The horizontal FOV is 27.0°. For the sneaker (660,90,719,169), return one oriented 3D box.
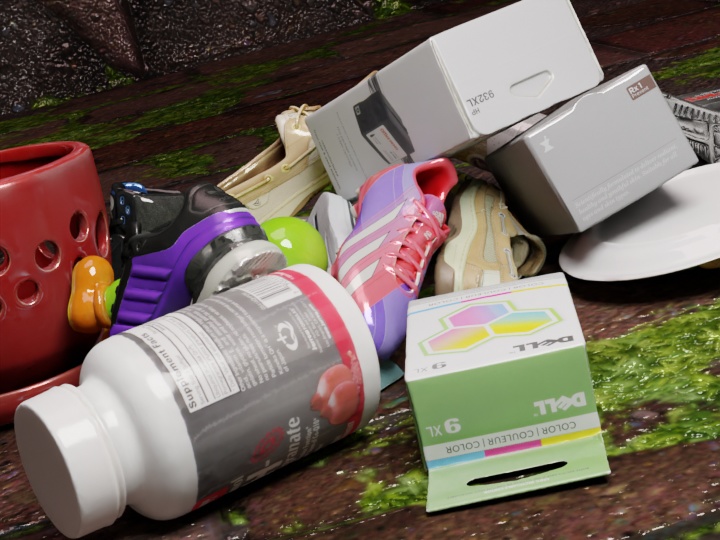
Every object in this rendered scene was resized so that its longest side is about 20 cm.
[{"bbox_3d":[0.275,-0.105,1.240,0.199,0.060,0.104,28,1,18],"label":"sneaker"}]

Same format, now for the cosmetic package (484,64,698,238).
[{"bbox_3d":[0.169,-0.085,1.138,0.106,0.091,0.200,-31,4,-1],"label":"cosmetic package"}]

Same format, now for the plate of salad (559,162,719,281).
[{"bbox_3d":[0.242,-0.030,1.094,0.199,0.048,0.200,-21,16,6],"label":"plate of salad"}]

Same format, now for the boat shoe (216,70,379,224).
[{"bbox_3d":[-0.051,-0.108,1.311,0.200,0.069,0.074,-44,21,4],"label":"boat shoe"}]

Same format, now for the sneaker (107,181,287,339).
[{"bbox_3d":[-0.131,0.022,0.992,0.069,0.100,0.200,-2,-40,-53],"label":"sneaker"}]

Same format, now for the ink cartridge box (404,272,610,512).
[{"bbox_3d":[0.081,0.064,0.876,0.103,0.060,0.200,-12,15,7],"label":"ink cartridge box"}]

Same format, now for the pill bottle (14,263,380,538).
[{"bbox_3d":[-0.096,0.078,0.881,0.199,0.111,0.110,-22,17,-30],"label":"pill bottle"}]

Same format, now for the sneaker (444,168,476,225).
[{"bbox_3d":[0.074,-0.057,1.331,0.076,0.076,0.200,6,17,-6],"label":"sneaker"}]

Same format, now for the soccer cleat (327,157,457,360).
[{"bbox_3d":[0.027,-0.015,1.050,0.076,0.067,0.200,-25,27,21],"label":"soccer cleat"}]

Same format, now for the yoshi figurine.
[{"bbox_3d":[-0.101,0.012,1.076,0.199,0.113,0.112,-4,10,21],"label":"yoshi figurine"}]

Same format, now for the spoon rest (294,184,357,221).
[{"bbox_3d":[-0.018,-0.052,1.349,0.060,0.100,0.199,6,-12,-39],"label":"spoon rest"}]

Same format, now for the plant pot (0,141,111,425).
[{"bbox_3d":[-0.280,0.011,1.146,0.199,0.184,0.201,-13,15,4],"label":"plant pot"}]

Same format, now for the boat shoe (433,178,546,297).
[{"bbox_3d":[0.104,-0.012,1.142,0.076,0.072,0.200,2,28,10],"label":"boat shoe"}]

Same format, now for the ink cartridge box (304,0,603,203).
[{"bbox_3d":[0.070,-0.136,1.187,0.145,0.084,0.200,-26,2,-32],"label":"ink cartridge box"}]

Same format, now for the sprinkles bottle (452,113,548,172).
[{"bbox_3d":[0.128,-0.120,1.362,0.199,0.069,0.068,23,34,33],"label":"sprinkles bottle"}]

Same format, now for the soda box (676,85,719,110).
[{"bbox_3d":[0.320,-0.128,1.348,0.199,0.064,0.071,-14,15,2],"label":"soda box"}]

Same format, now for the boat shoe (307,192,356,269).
[{"bbox_3d":[0.000,0.000,1.150,0.070,0.072,0.200,18,29,-13],"label":"boat shoe"}]

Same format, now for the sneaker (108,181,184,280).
[{"bbox_3d":[-0.230,-0.019,1.343,0.199,0.113,0.073,-15,14,-7],"label":"sneaker"}]

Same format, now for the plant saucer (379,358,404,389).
[{"bbox_3d":[-0.066,0.074,1.051,0.199,0.019,0.070,-1,19,42],"label":"plant saucer"}]
